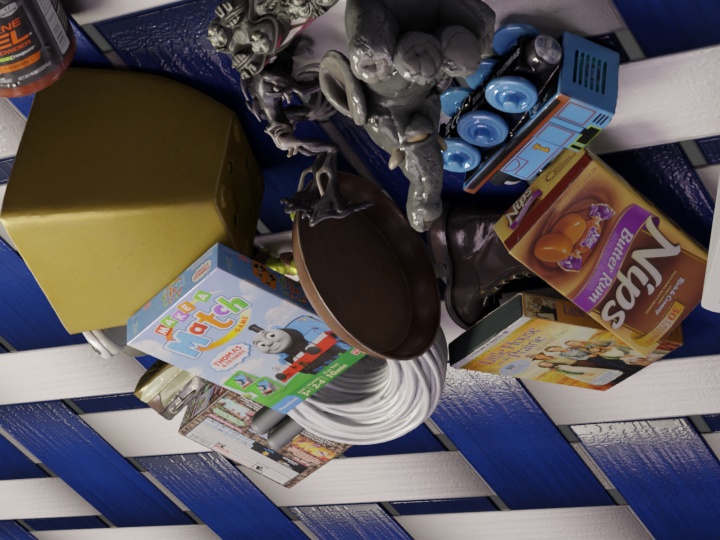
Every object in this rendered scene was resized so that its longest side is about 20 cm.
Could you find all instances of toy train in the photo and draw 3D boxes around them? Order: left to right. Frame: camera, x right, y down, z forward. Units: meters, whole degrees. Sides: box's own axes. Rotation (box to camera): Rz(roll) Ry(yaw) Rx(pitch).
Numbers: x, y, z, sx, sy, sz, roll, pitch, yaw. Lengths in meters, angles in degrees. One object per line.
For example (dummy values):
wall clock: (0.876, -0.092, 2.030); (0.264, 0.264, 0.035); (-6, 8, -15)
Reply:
toy train: (0.141, -0.137, 1.567); (0.114, 0.087, 0.200); (20, 147, -16)

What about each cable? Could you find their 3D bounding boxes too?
cable: (-0.009, 0.090, 1.843); (0.199, 0.069, 0.200); (34, 129, -15)

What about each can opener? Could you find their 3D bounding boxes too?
can opener: (-0.035, 0.118, 1.946); (0.200, 0.067, 0.053); (-42, 107, 12)

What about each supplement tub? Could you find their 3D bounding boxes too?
supplement tub: (-0.334, -0.256, 1.590); (0.106, 0.107, 0.201); (4, 145, 19)

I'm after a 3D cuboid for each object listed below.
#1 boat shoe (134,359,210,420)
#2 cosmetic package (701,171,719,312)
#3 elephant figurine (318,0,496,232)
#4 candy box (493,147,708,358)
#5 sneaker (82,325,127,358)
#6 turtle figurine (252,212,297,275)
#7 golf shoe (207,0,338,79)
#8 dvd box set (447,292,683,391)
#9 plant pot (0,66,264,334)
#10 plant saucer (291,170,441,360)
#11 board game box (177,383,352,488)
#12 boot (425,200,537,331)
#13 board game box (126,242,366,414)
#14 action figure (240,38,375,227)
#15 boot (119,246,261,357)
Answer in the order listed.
boat shoe: (-0.163, 0.093, 1.989); (0.200, 0.072, 0.066); (-38, 109, 14)
cosmetic package: (0.385, -0.072, 1.471); (0.164, 0.166, 0.201); (10, 146, 9)
elephant figurine: (0.030, -0.159, 1.522); (0.141, 0.156, 0.200); (17, 148, 0)
candy box: (0.236, -0.019, 1.664); (0.200, 0.057, 0.117); (35, 104, -30)
sneaker: (-0.233, 0.006, 1.848); (0.081, 0.201, 0.075); (-21, 124, 34)
turtle figurine: (-0.030, 0.007, 1.869); (0.161, 0.065, 0.200); (-16, 134, 40)
golf shoe: (-0.052, -0.242, 1.470); (0.077, 0.088, 0.200); (51, 138, -4)
dvd box set: (0.211, 0.076, 1.832); (0.199, 0.030, 0.146); (11, 151, -27)
plant pot: (-0.206, -0.072, 1.732); (0.198, 0.197, 0.195); (-2, 143, 16)
plant saucer: (0.000, 0.000, 1.719); (0.034, 0.201, 0.200); (-29, 126, 34)
board game box: (-0.094, 0.153, 2.081); (0.159, 0.097, 0.200); (29, 145, -17)
boot: (0.166, -0.004, 1.761); (0.173, 0.070, 0.200); (0, 143, 22)
board game box: (-0.105, 0.060, 1.736); (0.199, 0.037, 0.151); (27, 132, -31)
action figure: (-0.050, -0.147, 1.624); (0.119, 0.101, 0.201); (2, 112, 71)
boot: (-0.208, 0.050, 1.936); (0.199, 0.182, 0.073); (-20, 97, 42)
